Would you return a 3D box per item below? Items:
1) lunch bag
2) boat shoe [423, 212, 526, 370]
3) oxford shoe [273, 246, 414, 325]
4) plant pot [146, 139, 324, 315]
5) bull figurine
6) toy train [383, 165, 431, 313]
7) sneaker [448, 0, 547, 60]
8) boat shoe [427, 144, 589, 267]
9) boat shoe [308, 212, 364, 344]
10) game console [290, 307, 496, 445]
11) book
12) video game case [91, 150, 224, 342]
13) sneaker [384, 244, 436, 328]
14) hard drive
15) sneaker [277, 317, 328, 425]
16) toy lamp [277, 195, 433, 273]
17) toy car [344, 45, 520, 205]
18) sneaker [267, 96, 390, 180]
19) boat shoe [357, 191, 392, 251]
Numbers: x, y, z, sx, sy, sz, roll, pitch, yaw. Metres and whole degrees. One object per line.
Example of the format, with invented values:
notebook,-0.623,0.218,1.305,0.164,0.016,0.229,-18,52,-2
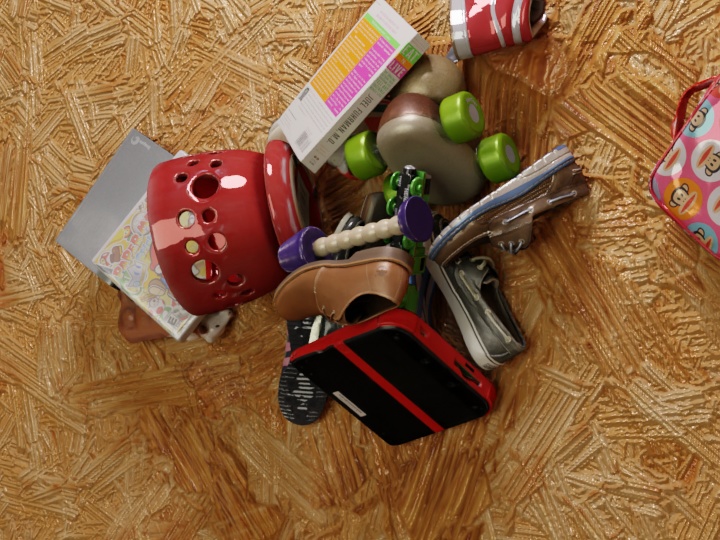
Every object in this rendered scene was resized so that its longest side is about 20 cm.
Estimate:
lunch bag,0.390,-0.121,1.367,0.176,0.082,0.200,48,116,29
boat shoe,0.134,0.014,1.569,0.064,0.071,0.201,-33,77,32
oxford shoe,-0.029,0.031,1.505,0.199,0.071,0.072,-18,51,42
plant pot,-0.147,-0.057,1.679,0.181,0.200,0.202,-12,80,10
bull figurine,-0.266,0.047,1.869,0.199,0.065,0.122,-10,79,34
toy train,0.052,-0.021,1.533,0.042,0.056,0.201,17,106,36
sneaker,0.159,-0.339,1.557,0.112,0.071,0.201,-8,64,16
boat shoe,0.168,-0.057,1.512,0.200,0.072,0.073,-36,83,9
boat shoe,-0.014,0.032,1.602,0.067,0.072,0.201,12,98,15
game console,0.042,0.127,1.569,0.176,0.200,0.031,-23,38,37
book,-0.012,-0.220,1.595,0.200,0.048,0.134,-46,28,10
video game case,-0.243,-0.035,1.818,0.182,0.023,0.200,39,91,22
sneaker,0.046,0.057,1.621,0.074,0.082,0.201,1,90,35
hard drive,-0.331,-0.089,1.902,0.139,0.033,0.201,34,88,34
sneaker,-0.062,0.101,1.721,0.070,0.082,0.201,12,117,7
toy lamp,-0.011,-0.034,1.510,0.199,0.058,0.059,-14,80,40
toy car,0.090,-0.193,1.592,0.164,0.158,0.201,-18,49,32
sneaker,-0.038,-0.158,1.698,0.199,0.070,0.094,-12,75,33
boat shoe,0.000,0.000,1.664,0.072,0.076,0.201,11,94,39
